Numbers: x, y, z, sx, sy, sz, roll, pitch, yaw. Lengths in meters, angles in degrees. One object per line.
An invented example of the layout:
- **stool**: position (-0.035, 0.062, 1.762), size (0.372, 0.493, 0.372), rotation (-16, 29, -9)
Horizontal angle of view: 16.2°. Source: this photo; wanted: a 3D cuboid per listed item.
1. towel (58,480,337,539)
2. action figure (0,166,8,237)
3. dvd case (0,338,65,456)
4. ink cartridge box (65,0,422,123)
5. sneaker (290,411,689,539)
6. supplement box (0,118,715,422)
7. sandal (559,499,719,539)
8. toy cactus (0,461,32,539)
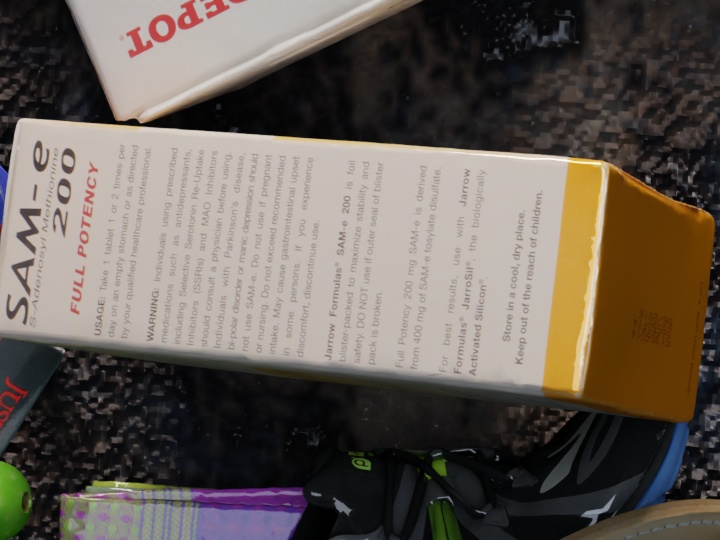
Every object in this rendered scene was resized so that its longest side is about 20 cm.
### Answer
- **towel**: position (-0.008, 0.148, 0.897), size (0.199, 0.023, 0.144), rotation (2, 89, -3)
- **action figure**: position (-0.148, -0.061, 0.833), size (0.065, 0.099, 0.201), rotation (-17, 104, -6)
- **dvd case**: position (-0.213, 0.037, 0.809), size (0.200, 0.022, 0.146), rotation (33, 87, -24)
- **ink cartridge box**: position (-0.045, -0.169, 0.845), size (0.145, 0.083, 0.201), rotation (-22, 90, 28)
- **sneaker**: position (0.023, 0.088, 0.854), size (0.199, 0.071, 0.083), rotation (-30, 96, -1)
- **supplement box**: position (0.000, 0.000, 0.813), size (0.199, 0.126, 0.074), rotation (5, 86, 23)
- **sandal**: position (0.129, 0.121, 0.831), size (0.211, 0.078, 0.070), rotation (-5, 46, -37)
- **toy cactus**: position (-0.179, 0.138, 0.781), size (0.165, 0.102, 0.201), rotation (27, 82, -8)
